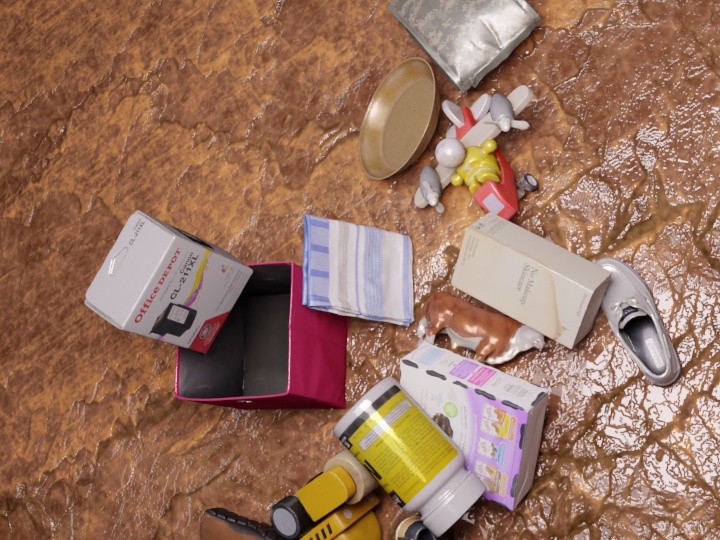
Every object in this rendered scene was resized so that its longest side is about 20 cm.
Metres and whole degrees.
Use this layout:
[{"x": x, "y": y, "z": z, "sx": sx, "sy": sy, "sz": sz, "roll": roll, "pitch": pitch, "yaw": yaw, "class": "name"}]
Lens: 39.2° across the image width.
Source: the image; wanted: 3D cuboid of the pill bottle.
[{"x": 0.068, "y": 0.252, "z": 1.365, "sx": 0.114, "sy": 0.114, "sz": 0.200, "roll": -46, "pitch": 79, "yaw": 8, "class": "pill bottle"}]

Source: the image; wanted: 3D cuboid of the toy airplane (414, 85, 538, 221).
[{"x": 0.163, "y": -0.180, "z": 1.505, "sx": 0.199, "sy": 0.141, "sz": 0.201, "roll": 15, "pitch": 98, "yaw": 47, "class": "toy airplane"}]

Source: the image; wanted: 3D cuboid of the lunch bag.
[{"x": 0.168, "y": -0.384, "z": 1.568, "sx": 0.164, "sy": 0.118, "sz": 0.200, "roll": -41, "pitch": 60, "yaw": 10, "class": "lunch bag"}]

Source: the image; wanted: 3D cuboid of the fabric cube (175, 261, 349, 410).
[{"x": -0.145, "y": 0.108, "z": 1.548, "sx": 0.195, "sy": 0.199, "sz": 0.201, "roll": -5, "pitch": 75, "yaw": 23, "class": "fabric cube"}]

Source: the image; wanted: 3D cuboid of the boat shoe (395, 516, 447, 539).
[{"x": 0.119, "y": 0.428, "z": 1.386, "sx": 0.074, "sy": 0.062, "sz": 0.201, "roll": -32, "pitch": 91, "yaw": -23, "class": "boat shoe"}]

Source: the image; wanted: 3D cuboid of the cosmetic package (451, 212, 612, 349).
[{"x": 0.237, "y": 0.012, "z": 1.417, "sx": 0.199, "sy": 0.073, "sz": 0.104, "roll": 29, "pitch": 126, "yaw": 25, "class": "cosmetic package"}]

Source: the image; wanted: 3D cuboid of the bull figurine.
[{"x": 0.171, "y": 0.099, "z": 1.471, "sx": 0.199, "sy": 0.065, "sz": 0.122, "roll": 22, "pitch": 69, "yaw": 32, "class": "bull figurine"}]

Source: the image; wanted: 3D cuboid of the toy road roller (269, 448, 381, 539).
[{"x": -0.018, "y": 0.349, "z": 1.459, "sx": 0.146, "sy": 0.123, "sz": 0.200, "roll": 53, "pitch": 127, "yaw": 10, "class": "toy road roller"}]

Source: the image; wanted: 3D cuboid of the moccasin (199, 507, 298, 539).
[{"x": -0.165, "y": 0.428, "z": 1.550, "sx": 0.200, "sy": 0.074, "sz": 0.078, "roll": 12, "pitch": 92, "yaw": 24, "class": "moccasin"}]

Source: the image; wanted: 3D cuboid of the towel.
[{"x": 0.000, "y": 0.000, "z": 1.518, "sx": 0.024, "sy": 0.199, "sz": 0.148, "roll": -20, "pitch": 65, "yaw": 51, "class": "towel"}]

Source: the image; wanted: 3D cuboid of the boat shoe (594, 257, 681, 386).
[{"x": 0.377, "y": 0.063, "z": 1.388, "sx": 0.073, "sy": 0.065, "sz": 0.201, "roll": -35, "pitch": 65, "yaw": 14, "class": "boat shoe"}]

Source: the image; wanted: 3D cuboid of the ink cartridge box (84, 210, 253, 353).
[{"x": -0.261, "y": 0.021, "z": 1.399, "sx": 0.083, "sy": 0.200, "sz": 0.146, "roll": 31, "pitch": 92, "yaw": 28, "class": "ink cartridge box"}]

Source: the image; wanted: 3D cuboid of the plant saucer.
[{"x": 0.067, "y": -0.232, "z": 1.584, "sx": 0.200, "sy": 0.035, "sz": 0.201, "roll": -35, "pitch": 46, "yaw": 46, "class": "plant saucer"}]

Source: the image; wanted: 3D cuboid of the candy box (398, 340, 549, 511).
[{"x": 0.148, "y": 0.214, "z": 1.412, "sx": 0.199, "sy": 0.071, "sz": 0.169, "roll": 20, "pitch": 121, "yaw": 28, "class": "candy box"}]
